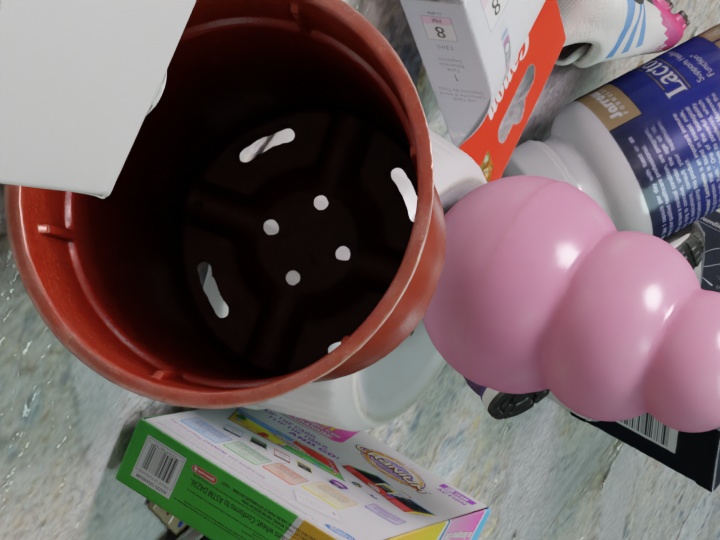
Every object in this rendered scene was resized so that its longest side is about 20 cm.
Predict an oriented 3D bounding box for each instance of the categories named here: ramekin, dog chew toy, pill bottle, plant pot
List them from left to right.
[{"bbox_3d":[-0.047,-0.027,1.150,0.201,0.200,0.195,-61,167,-1],"label":"plant pot"},{"bbox_3d":[0.000,0.000,1.375,0.202,0.094,0.203,-47,150,-38],"label":"ramekin"},{"bbox_3d":[0.133,0.027,1.312,0.125,0.199,0.125,-47,151,-36],"label":"dog chew toy"},{"bbox_3d":[0.204,-0.083,1.641,0.199,0.116,0.116,-28,150,-10],"label":"pill bottle"}]

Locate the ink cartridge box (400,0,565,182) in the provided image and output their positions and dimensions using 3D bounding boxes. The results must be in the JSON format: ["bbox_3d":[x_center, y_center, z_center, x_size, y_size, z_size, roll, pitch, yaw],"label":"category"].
[{"bbox_3d":[0.096,-0.150,1.404,0.163,0.057,0.200,-63,145,-30],"label":"ink cartridge box"}]

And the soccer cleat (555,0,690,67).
[{"bbox_3d":[0.164,-0.174,1.611,0.086,0.070,0.200,-42,164,12],"label":"soccer cleat"}]

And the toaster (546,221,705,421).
[{"bbox_3d":[0.186,0.021,1.807,0.129,0.113,0.200,-46,157,-29],"label":"toaster"}]

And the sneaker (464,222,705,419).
[{"bbox_3d":[0.149,0.012,1.691,0.200,0.088,0.076,-36,154,3],"label":"sneaker"}]

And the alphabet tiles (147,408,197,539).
[{"bbox_3d":[-0.062,0.078,1.462,0.200,0.006,0.167,-57,157,-13],"label":"alphabet tiles"}]

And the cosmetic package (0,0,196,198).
[{"bbox_3d":[-0.157,-0.097,0.937,0.108,0.085,0.200,-64,159,8],"label":"cosmetic package"}]

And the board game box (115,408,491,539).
[{"bbox_3d":[-0.029,0.131,1.385,0.200,0.153,0.040,-3,120,-64],"label":"board game box"}]

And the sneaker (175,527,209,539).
[{"bbox_3d":[-0.063,0.199,1.460,0.200,0.099,0.071,-41,153,-39],"label":"sneaker"}]

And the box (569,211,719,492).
[{"bbox_3d":[0.295,0.062,2.050,0.200,0.148,0.107,-50,156,-27],"label":"box"}]
